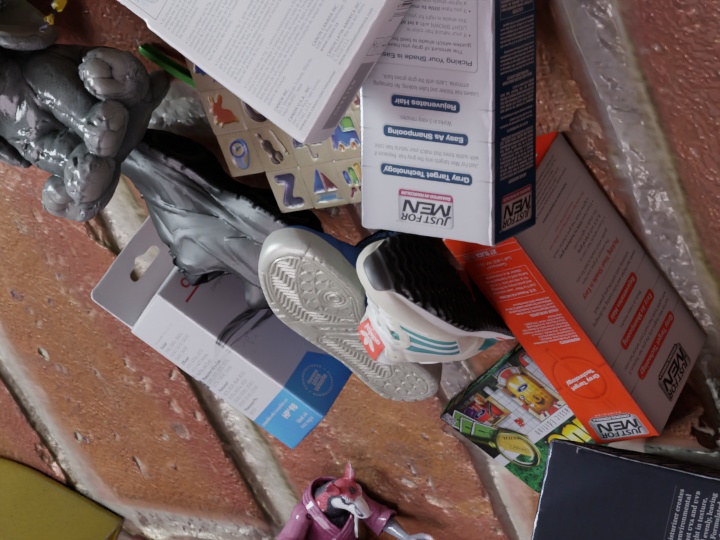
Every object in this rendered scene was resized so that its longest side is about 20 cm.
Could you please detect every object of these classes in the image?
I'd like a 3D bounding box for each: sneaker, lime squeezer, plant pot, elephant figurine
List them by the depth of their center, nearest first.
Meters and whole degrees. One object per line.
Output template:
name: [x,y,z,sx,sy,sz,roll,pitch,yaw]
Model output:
sneaker: [0.033,0.033,1.465,0.093,0.200,0.071,-30,71,19]
elephant figurine: [-0.254,-0.132,1.546,0.199,0.142,0.155,21,166,4]
lime squeezer: [-0.076,-0.132,1.557,0.200,0.038,0.071,1,133,38]
sneaker: [-0.001,0.000,1.577,0.077,0.112,0.200,-17,138,33]
sneaker: [-0.125,-0.041,1.624,0.200,0.076,0.091,33,109,25]
plant pot: [-0.384,0.296,2.165,0.200,0.194,0.196,36,144,5]

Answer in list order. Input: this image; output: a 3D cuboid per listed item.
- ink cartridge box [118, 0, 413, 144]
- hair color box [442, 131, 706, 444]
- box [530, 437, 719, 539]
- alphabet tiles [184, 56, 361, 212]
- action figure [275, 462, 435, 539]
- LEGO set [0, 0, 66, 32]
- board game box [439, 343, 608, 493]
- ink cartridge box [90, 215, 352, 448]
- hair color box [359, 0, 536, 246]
ink cartridge box: [-0.063,-0.200,1.340,0.200,0.050,0.161,38,112,15]
hair color box: [0.150,0.014,1.498,0.061,0.102,0.200,-15,122,44]
box: [0.247,0.201,1.547,0.198,0.124,0.200,12,178,28]
alphabet tiles: [-0.053,-0.136,1.511,0.166,0.006,0.201,-7,111,41]
action figure: [-0.023,0.235,1.917,0.149,0.134,0.200,-120,29,-44]
LEGO set: [-0.240,-0.229,1.460,0.116,0.200,0.154,-4,110,38]
board game box: [0.148,0.100,1.667,0.105,0.023,0.200,35,144,-6]
ink cartridge box: [-0.094,0.029,1.688,0.200,0.116,0.067,36,144,-4]
hair color box: [0.055,-0.123,1.374,0.100,0.060,0.201,9,109,31]
